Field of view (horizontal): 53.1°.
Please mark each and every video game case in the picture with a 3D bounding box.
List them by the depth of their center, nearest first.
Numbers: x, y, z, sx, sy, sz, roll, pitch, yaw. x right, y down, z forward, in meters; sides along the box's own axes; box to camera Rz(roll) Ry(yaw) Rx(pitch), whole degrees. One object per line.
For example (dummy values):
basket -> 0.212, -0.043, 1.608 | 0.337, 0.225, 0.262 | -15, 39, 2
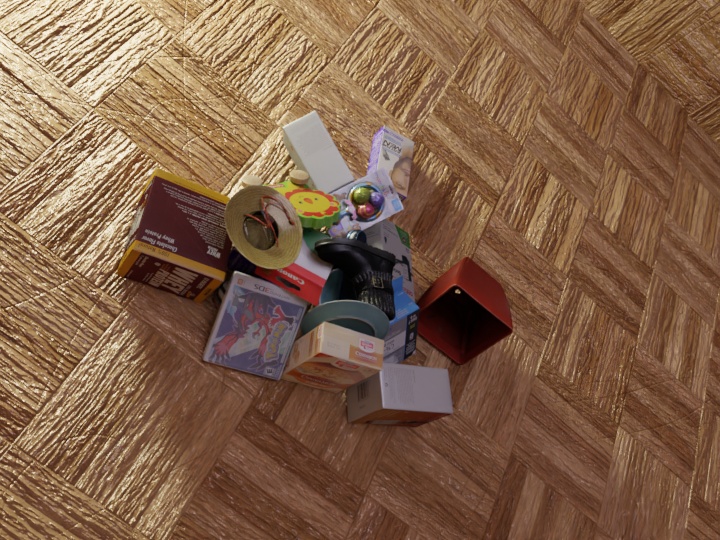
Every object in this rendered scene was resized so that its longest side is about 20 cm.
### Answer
video game case -> -0.223, 0.121, 1.552 | 0.181, 0.023, 0.201 | 19, 94, -26

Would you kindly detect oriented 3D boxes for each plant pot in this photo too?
plant pot -> 0.268, 0.089, 1.877 | 0.199, 0.200, 0.177 | 38, 39, -13

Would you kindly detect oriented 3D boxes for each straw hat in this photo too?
straw hat -> -0.221, -0.076, 1.533 | 0.200, 0.085, 0.203 | 21, 55, -32

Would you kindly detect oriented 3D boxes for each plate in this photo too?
plate -> -0.033, 0.133, 1.590 | 0.199, 0.200, 0.026 | 20, 46, -25
plate -> -0.038, 0.095, 1.725 | 0.200, 0.025, 0.202 | 24, 58, -46

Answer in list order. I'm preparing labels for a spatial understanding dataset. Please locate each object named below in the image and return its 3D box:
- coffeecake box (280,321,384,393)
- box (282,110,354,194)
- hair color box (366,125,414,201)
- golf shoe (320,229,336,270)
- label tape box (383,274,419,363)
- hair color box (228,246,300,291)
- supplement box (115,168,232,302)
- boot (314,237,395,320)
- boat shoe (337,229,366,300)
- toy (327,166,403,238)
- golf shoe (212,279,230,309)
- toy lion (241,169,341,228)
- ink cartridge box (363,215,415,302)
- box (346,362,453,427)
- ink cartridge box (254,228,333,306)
coffeecake box -> -0.065, 0.195, 1.579 | 0.153, 0.200, 0.074 | 20, 58, -25
box -> -0.107, -0.275, 1.809 | 0.097, 0.124, 0.201 | -28, 85, -9
hair color box -> 0.082, -0.292, 2.005 | 0.109, 0.065, 0.201 | 24, 58, -24
golf shoe -> -0.110, -0.054, 1.763 | 0.199, 0.078, 0.095 | 9, 45, -32
label tape box -> 0.071, 0.132, 1.713 | 0.063, 0.201, 0.144 | 27, 38, 36
hair color box -> -0.202, -0.003, 1.642 | 0.199, 0.065, 0.110 | 36, 37, -9
supplement box -> -0.384, -0.070, 1.532 | 0.196, 0.133, 0.201 | 21, 57, -25
boot -> -0.009, 0.021, 1.595 | 0.210, 0.079, 0.159 | 15, 67, -22
boat shoe -> 0.000, 0.000, 1.706 | 0.084, 0.068, 0.202 | 20, 69, -50
toy -> 0.002, -0.158, 1.742 | 0.199, 0.047, 0.116 | -27, 99, -10
golf shoe -> -0.227, 0.090, 1.590 | 0.199, 0.092, 0.073 | 33, 52, -19
toy lion -> -0.152, -0.153, 1.646 | 0.199, 0.069, 0.192 | -11, 40, -32
ink cartridge box -> 0.062, -0.017, 1.814 | 0.146, 0.083, 0.202 | 28, 50, -49
box -> 0.088, 0.291, 1.669 | 0.199, 0.152, 0.107 | 10, 62, -30
ink cartridge box -> -0.137, -0.031, 1.611 | 0.160, 0.050, 0.201 | 28, 34, -11
